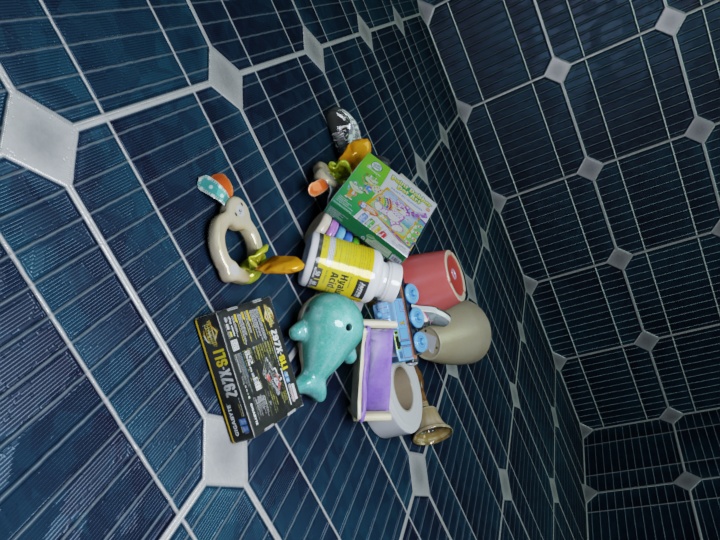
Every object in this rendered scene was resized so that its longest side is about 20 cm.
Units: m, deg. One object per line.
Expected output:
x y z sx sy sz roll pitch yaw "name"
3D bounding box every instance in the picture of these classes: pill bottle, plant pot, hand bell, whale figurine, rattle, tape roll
-0.019 0.001 1.228 0.197 0.112 0.113 15 49 -11 "pill bottle"
0.179 0.037 1.650 0.200 0.175 0.203 44 37 -45 "plant pot"
0.240 0.186 1.707 0.198 0.186 0.191 -5 78 -50 "plant pot"
0.161 0.329 1.555 0.104 0.103 0.202 42 27 -47 "hand bell"
-0.061 0.140 1.131 0.158 0.103 0.203 30 68 -32 "whale figurine"
-0.037 -0.222 1.365 0.132 0.141 0.200 61 14 3 "rattle"
0.070 0.277 1.394 0.202 0.070 0.205 43 38 -47 "tape roll"
-0.188 -0.085 1.025 0.129 0.142 0.204 2 77 -44 "rattle"

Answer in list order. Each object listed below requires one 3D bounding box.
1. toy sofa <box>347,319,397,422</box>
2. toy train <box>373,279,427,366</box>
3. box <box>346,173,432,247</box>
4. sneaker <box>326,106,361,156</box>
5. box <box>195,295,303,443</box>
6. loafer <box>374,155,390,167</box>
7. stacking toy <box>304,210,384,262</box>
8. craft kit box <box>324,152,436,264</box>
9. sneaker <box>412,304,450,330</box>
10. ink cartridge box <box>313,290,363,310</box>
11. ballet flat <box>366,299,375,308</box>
0.027 0.201 1.226 0.097 0.081 0.204 -166 -101 -76 "toy sofa"
0.080 0.111 1.334 0.113 0.086 0.204 -1 77 -45 "toy train"
0.058 -0.114 1.420 0.109 0.128 0.200 42 47 5 "box"
-0.035 -0.310 1.554 0.201 0.074 0.116 59 30 -29 "sneaker"
-0.176 0.154 0.991 0.159 0.049 0.203 -18 91 -68 "box"
0.023 -0.194 1.504 0.067 0.202 0.071 17 50 -5 "loafer"
-0.023 -0.038 1.314 0.199 0.085 0.086 37 38 -18 "stacking toy"
0.049 -0.136 1.316 0.199 0.049 0.198 36 46 -4 "craft kit box"
0.135 0.148 1.533 0.197 0.084 0.123 13 67 -15 "sneaker"
-0.051 0.080 1.296 0.110 0.050 0.201 59 27 -24 "ink cartridge box"
0.000 0.000 1.440 0.063 0.068 0.202 114 -40 -57 "ballet flat"
